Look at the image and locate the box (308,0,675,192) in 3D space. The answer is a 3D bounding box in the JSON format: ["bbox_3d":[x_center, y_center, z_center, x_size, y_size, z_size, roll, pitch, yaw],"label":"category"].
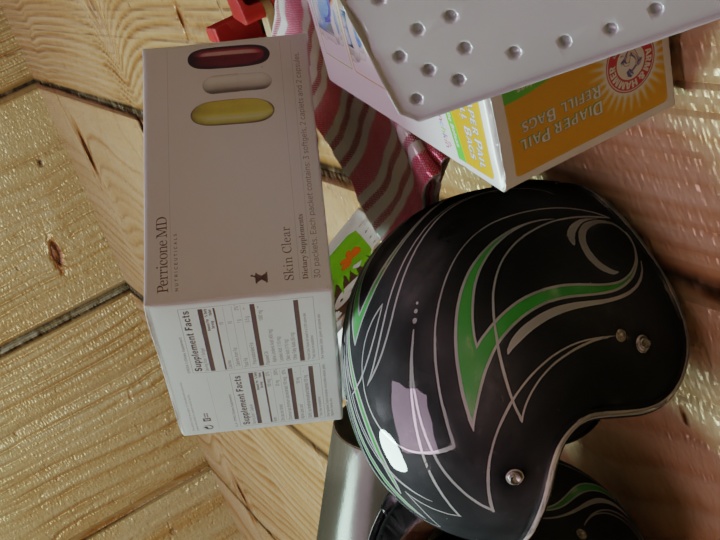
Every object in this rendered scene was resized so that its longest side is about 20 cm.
[{"bbox_3d":[0.059,-0.139,0.684,0.200,0.111,0.102,42,154,54],"label":"box"}]

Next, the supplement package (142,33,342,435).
[{"bbox_3d":[-0.076,-0.023,0.835,0.157,0.109,0.202,87,176,-55],"label":"supplement package"}]

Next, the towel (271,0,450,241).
[{"bbox_3d":[-0.010,-0.112,0.855,0.201,0.030,0.147,58,164,16],"label":"towel"}]

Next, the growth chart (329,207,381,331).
[{"bbox_3d":[0.000,0.000,1.057,0.018,0.145,0.200,40,173,-21],"label":"growth chart"}]

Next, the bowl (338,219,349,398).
[{"bbox_3d":[0.000,0.059,1.205,0.202,0.093,0.202,55,162,27],"label":"bowl"}]

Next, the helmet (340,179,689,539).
[{"bbox_3d":[0.079,0.055,0.782,0.201,0.189,0.201,54,162,28],"label":"helmet"}]

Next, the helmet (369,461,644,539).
[{"bbox_3d":[0.116,0.227,0.917,0.189,0.201,0.200,18,-159,-44],"label":"helmet"}]

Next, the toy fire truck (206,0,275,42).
[{"bbox_3d":[-0.084,-0.181,1.167,0.141,0.048,0.202,28,142,62],"label":"toy fire truck"}]

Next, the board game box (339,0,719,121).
[{"bbox_3d":[0.064,-0.172,0.487,0.201,0.198,0.026,60,-153,-29],"label":"board game box"}]

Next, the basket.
[{"bbox_3d":[0.035,0.221,1.137,0.136,0.177,0.203,-79,-11,-68],"label":"basket"}]
